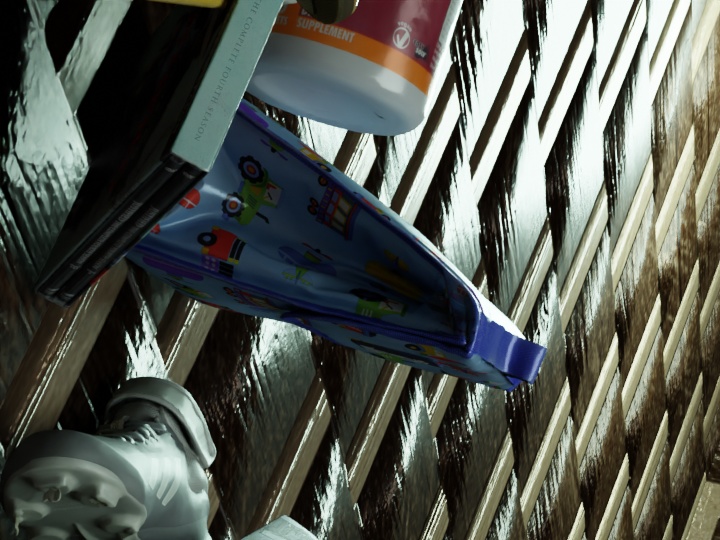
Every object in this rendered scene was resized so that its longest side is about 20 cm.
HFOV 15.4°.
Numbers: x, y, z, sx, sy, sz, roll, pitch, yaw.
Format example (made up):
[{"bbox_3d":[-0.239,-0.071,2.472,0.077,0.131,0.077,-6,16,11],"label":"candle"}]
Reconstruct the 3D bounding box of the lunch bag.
[{"bbox_3d":[0.000,0.000,1.268,0.094,0.200,0.151,-63,165,-4],"label":"lunch bag"}]

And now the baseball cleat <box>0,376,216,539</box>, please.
[{"bbox_3d":[-0.119,0.090,1.253,0.200,0.070,0.107,64,24,-65],"label":"baseball cleat"}]

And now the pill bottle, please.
[{"bbox_3d":[0.008,-0.178,1.333,0.110,0.109,0.200,48,58,-70],"label":"pill bottle"}]

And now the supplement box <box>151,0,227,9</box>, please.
[{"bbox_3d":[-0.094,-0.205,0.987,0.131,0.103,0.200,-6,110,-72],"label":"supplement box"}]

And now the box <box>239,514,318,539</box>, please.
[{"bbox_3d":[-0.101,0.220,1.288,0.200,0.050,0.158,-53,169,16],"label":"box"}]

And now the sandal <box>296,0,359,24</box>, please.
[{"bbox_3d":[-0.006,-0.188,1.108,0.054,0.080,0.200,-16,133,-23],"label":"sandal"}]

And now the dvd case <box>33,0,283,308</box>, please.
[{"bbox_3d":[-0.077,-0.074,1.124,0.200,0.022,0.146,-34,-149,62],"label":"dvd case"}]

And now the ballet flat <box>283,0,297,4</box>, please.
[{"bbox_3d":[-0.018,-0.165,1.212,0.067,0.064,0.200,-49,175,-44],"label":"ballet flat"}]
